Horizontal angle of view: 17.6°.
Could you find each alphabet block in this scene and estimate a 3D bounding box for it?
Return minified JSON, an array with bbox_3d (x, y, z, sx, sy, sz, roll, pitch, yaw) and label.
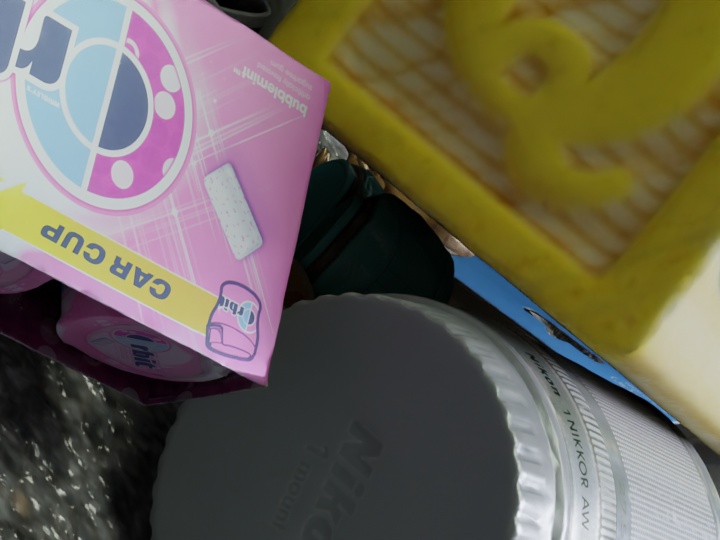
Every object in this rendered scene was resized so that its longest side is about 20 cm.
[{"bbox_3d":[0.117,-0.067,0.888,0.196,0.196,0.200,38,0,28],"label":"alphabet block"}]

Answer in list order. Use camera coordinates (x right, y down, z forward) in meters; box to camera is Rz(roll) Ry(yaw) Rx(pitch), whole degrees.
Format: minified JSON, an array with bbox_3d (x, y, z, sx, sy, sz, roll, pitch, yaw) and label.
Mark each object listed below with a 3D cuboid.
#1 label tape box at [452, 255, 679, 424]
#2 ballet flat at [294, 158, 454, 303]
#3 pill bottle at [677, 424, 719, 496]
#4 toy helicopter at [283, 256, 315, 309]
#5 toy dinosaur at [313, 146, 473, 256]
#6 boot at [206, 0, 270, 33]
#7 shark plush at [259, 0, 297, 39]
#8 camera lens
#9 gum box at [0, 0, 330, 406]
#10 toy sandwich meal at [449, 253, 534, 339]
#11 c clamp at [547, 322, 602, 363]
[{"bbox_3d":[0.146,0.010,1.075,0.144,0.064,0.200,37,17,32],"label":"label tape box"},{"bbox_3d":[0.000,0.000,0.969,0.070,0.067,0.200,43,1,-10],"label":"ballet flat"},{"bbox_3d":[0.183,0.163,1.127,0.112,0.112,0.201,42,48,-43],"label":"pill bottle"},{"bbox_3d":[-0.095,-0.031,0.833,0.200,0.079,0.133,42,46,-18],"label":"toy helicopter"},{"bbox_3d":[0.011,-0.032,1.165,0.200,0.060,0.107,-5,79,-64],"label":"toy dinosaur"},{"bbox_3d":[-0.073,-0.073,0.923,0.200,0.095,0.074,53,20,-26],"label":"boot"},{"bbox_3d":[-0.052,-0.148,0.996,0.083,0.090,0.201,-70,167,-64],"label":"shark plush"},{"bbox_3d":[0.035,0.101,0.858,0.200,0.159,0.161,27,38,-57],"label":"camera lens"},{"bbox_3d":[-0.109,-0.048,0.740,0.200,0.066,0.114,30,62,-38],"label":"gum box"},{"bbox_3d":[0.048,0.075,1.075,0.205,0.070,0.206,46,27,-32],"label":"toy sandwich meal"},{"bbox_3d":[0.103,0.027,1.193,0.201,0.027,0.171,63,7,6],"label":"c clamp"}]
